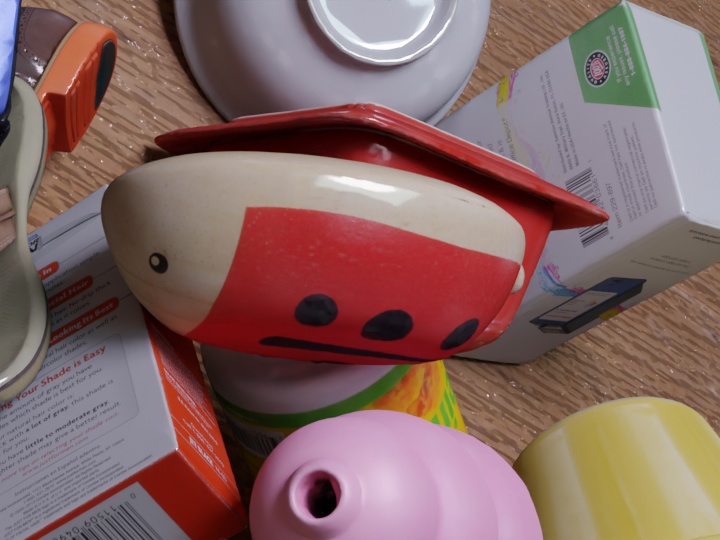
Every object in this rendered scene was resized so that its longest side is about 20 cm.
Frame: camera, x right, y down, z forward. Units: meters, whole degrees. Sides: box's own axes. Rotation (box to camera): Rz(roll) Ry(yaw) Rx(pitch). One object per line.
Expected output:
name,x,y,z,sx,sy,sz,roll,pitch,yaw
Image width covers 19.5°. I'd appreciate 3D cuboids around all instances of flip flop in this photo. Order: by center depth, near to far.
flip flop,-0.181,-0.019,0.949,0.058,0.081,0.200,67,18,-52

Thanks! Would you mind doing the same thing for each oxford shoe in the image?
oxford shoe,-0.199,-0.060,1.066,0.072,0.071,0.200,22,50,9

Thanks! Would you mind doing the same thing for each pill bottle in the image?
pill bottle,0.000,0.092,1.073,0.111,0.111,0.200,-71,150,-44

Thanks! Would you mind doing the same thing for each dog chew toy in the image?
dog chew toy,0.009,0.117,0.913,0.200,0.124,0.125,46,28,-67

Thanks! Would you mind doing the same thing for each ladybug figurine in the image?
ladybug figurine,-0.017,-0.001,0.927,0.200,0.136,0.072,7,74,-19

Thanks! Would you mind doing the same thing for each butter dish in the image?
butter dish,0.000,0.000,1.157,0.200,0.199,0.148,20,76,-37

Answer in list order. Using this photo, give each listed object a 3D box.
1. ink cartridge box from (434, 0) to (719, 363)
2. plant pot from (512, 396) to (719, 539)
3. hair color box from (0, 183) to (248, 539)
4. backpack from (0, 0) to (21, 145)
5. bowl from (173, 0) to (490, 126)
ink cartridge box,0.127,-0.048,1.277,0.087,0.200,0.146,12,56,-45
plant pot,0.170,0.184,1.192,0.201,0.201,0.189,22,35,-36
hair color box,-0.129,0.061,0.944,0.064,0.111,0.200,54,9,-39
backpack,-0.252,-0.127,0.931,0.168,0.200,0.163,19,67,-29
bowl,-0.002,-0.163,1.227,0.201,0.090,0.202,0,91,-20
